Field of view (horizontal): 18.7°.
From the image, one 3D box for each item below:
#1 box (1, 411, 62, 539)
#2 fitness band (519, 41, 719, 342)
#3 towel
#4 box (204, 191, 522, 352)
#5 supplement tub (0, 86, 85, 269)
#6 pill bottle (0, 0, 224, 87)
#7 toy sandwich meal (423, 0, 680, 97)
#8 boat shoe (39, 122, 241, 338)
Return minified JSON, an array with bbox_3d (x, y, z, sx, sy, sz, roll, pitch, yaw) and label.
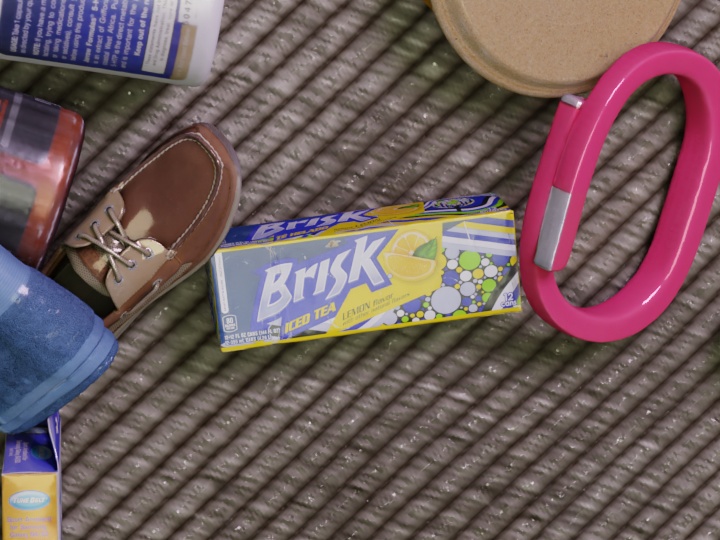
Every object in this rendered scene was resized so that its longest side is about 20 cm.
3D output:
[{"bbox_3d":[-0.210,0.184,1.400,0.041,0.119,0.202,-2,103,-7],"label":"box"},{"bbox_3d":[0.171,-0.050,1.412,0.143,0.037,0.201,5,107,-43],"label":"fitness band"},{"bbox_3d":[-0.249,0.017,1.307,0.111,0.049,0.200,-33,119,33],"label":"towel"},{"bbox_3d":[0.000,0.000,1.415,0.198,0.064,0.071,-8,104,-7],"label":"box"},{"bbox_3d":[-0.275,-0.077,1.336,0.199,0.107,0.108,19,100,-11],"label":"supplement tub"},{"bbox_3d":[-0.183,-0.182,1.317,0.198,0.120,0.121,7,102,-10],"label":"pill bottle"},{"bbox_3d":[0.114,-0.209,1.385,0.204,0.070,0.207,-5,105,-19],"label":"toy sandwich meal"},{"bbox_3d":[-0.146,-0.009,1.351,0.076,0.072,0.200,45,118,8],"label":"boat shoe"}]
